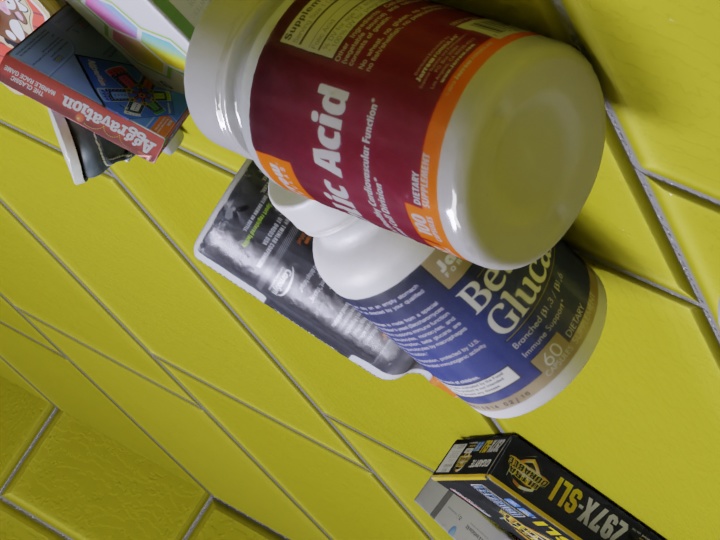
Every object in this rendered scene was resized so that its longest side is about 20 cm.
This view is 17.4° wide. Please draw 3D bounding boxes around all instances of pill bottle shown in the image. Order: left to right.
[{"bbox_3d":[0.000,0.000,1.522,0.199,0.107,0.106,34,167,-1],"label":"pill bottle"},{"bbox_3d":[0.012,-0.081,1.172,0.199,0.115,0.114,22,163,39],"label":"pill bottle"},{"bbox_3d":[0.043,-0.011,1.366,0.200,0.111,0.111,40,165,-29],"label":"pill bottle"}]

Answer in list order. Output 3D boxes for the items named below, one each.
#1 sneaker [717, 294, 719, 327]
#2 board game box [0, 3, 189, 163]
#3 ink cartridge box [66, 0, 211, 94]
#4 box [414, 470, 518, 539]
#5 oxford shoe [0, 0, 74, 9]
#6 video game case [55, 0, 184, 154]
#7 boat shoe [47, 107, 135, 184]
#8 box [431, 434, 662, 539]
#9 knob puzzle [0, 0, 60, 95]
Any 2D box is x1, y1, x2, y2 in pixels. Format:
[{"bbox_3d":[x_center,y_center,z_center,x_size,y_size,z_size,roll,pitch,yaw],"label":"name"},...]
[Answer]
[{"bbox_3d":[0.267,0.050,1.125,0.200,0.076,0.105,32,174,-31],"label":"sneaker"},{"bbox_3d":[-0.148,-0.118,1.410,0.103,0.020,0.200,27,-163,-3],"label":"board game box"},{"bbox_3d":[-0.099,-0.145,1.334,0.104,0.059,0.200,19,161,48],"label":"ink cartridge box"},{"bbox_3d":[0.148,0.271,2.208,0.156,0.041,0.200,37,179,-22],"label":"box"},{"bbox_3d":[-0.202,-0.189,1.379,0.071,0.073,0.200,26,172,26],"label":"oxford shoe"},{"bbox_3d":[-0.236,-0.166,1.674,0.199,0.023,0.182,26,165,29],"label":"video game case"},{"bbox_3d":[-0.154,-0.103,1.456,0.200,0.061,0.073,-90,-16,-78],"label":"boat shoe"},{"bbox_3d":[0.173,0.216,2.031,0.200,0.049,0.160,36,165,-10],"label":"box"},{"bbox_3d":[-0.276,-0.186,1.589,0.219,0.030,0.220,32,154,17],"label":"knob puzzle"}]
